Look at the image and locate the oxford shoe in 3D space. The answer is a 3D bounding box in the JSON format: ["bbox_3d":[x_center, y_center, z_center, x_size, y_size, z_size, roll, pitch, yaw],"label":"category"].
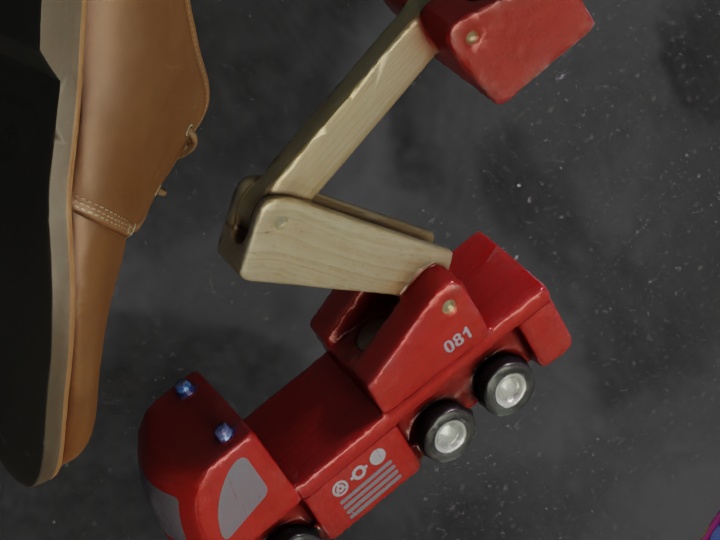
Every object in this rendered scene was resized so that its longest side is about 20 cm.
[{"bbox_3d":[-0.077,-0.030,0.750,0.071,0.071,0.201,-8,118,-35],"label":"oxford shoe"}]

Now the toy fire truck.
[{"bbox_3d":[0.000,0.000,0.827,0.200,0.049,0.141,-38,129,-8],"label":"toy fire truck"}]

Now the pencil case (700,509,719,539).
[{"bbox_3d":[0.215,0.143,1.025,0.199,0.088,0.089,25,101,-41],"label":"pencil case"}]
